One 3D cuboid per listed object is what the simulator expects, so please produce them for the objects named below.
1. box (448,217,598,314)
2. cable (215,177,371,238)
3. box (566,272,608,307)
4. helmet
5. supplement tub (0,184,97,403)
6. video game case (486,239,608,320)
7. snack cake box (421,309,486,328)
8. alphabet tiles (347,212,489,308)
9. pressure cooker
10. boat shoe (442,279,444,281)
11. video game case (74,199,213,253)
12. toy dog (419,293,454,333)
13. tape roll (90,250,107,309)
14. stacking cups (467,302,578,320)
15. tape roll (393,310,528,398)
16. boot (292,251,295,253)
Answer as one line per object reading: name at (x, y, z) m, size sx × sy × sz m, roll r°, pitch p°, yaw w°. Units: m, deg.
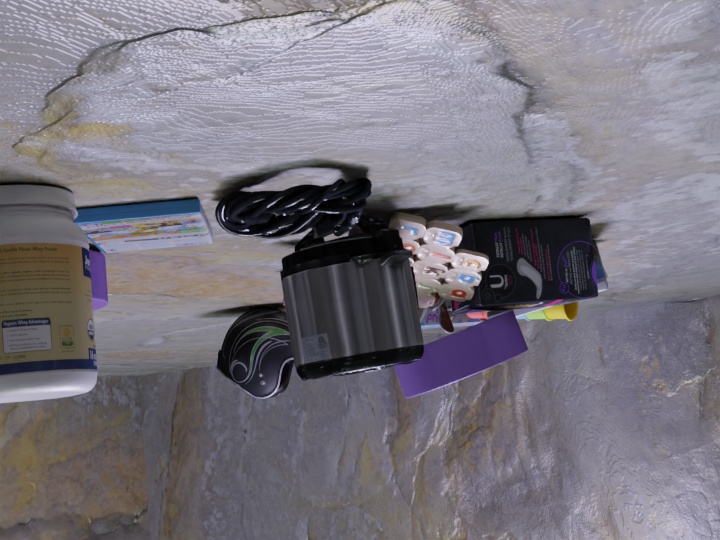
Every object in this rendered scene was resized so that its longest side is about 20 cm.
box at (0.237, -0.007, 1.527) m, size 0.197 × 0.124 × 0.106 m, roll -3°, pitch 172°, yaw -20°
cable at (-0.073, -0.073, 1.131) m, size 0.161 × 0.052 × 0.200 m, roll 2°, pitch 173°, yaw -18°
box at (0.330, 0.023, 1.845) m, size 0.116 × 0.061 × 0.199 m, roll -34°, pitch -167°, yaw -31°
helmet at (-0.201, 0.176, 2.250) m, size 0.199 × 0.192 × 0.200 m, roll 33°, pitch 178°, yaw 1°
supplement tub at (-0.340, 0.026, 1.027) m, size 0.142 × 0.203 × 0.144 m, roll -6°, pitch 172°, yaw -1°
video game case at (0.306, 0.017, 1.713) m, size 0.198 × 0.022 × 0.182 m, roll -18°, pitch -161°, yaw 14°
snack cake box at (0.137, 0.044, 1.842) m, size 0.197 × 0.117 × 0.067 m, roll -3°, pitch 172°, yaw -25°
alphabet tiles at (0.072, -0.011, 1.415) m, size 0.193 × 0.015 × 0.201 m, roll 13°, pitch 146°, yaw -3°
pressure cooker at (-0.012, 0.031, 1.316) m, size 0.173 × 0.203 × 0.179 m, roll -11°, pitch 174°, yaw -1°
boat shoe at (0.110, 0.001, 1.687) m, size 0.059 × 0.073 × 0.199 m, roll 6°, pitch 160°, yaw -45°
video game case at (-0.253, -0.050, 1.223) m, size 0.141 × 0.018 × 0.200 m, roll -5°, pitch 172°, yaw -5°
toy dog at (0.090, 0.076, 1.588) m, size 0.197 × 0.098 × 0.131 m, roll -5°, pitch -179°, yaw -27°
tape roll at (-0.436, 0.020, 1.354) m, size 0.197 × 0.067 × 0.200 m, roll -6°, pitch 173°, yaw -1°
stacking cups at (0.269, 0.056, 1.756) m, size 0.198 × 0.061 × 0.060 m, roll -2°, pitch 176°, yaw 36°
tape roll at (0.148, 0.125, 1.542) m, size 0.198 × 0.066 × 0.200 m, roll -22°, pitch 174°, yaw -2°
boot at (0.000, -0.003, 1.519) m, size 0.156 × 0.081 × 0.210 m, roll -4°, pitch -175°, yaw 37°
